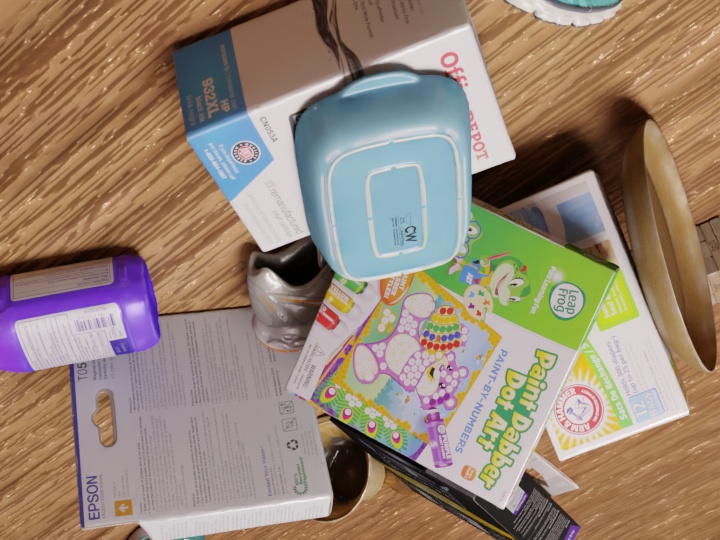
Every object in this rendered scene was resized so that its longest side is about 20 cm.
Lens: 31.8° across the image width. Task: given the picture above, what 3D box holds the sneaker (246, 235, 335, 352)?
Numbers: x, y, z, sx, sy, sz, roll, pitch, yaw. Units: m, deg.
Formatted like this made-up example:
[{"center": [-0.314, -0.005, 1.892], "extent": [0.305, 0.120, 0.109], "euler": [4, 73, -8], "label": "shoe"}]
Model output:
[{"center": [0.000, 0.000, 1.037], "extent": [0.198, 0.076, 0.093], "euler": [-18, 132, -4], "label": "sneaker"}]

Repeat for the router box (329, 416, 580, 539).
[{"center": [0.086, 0.186, 1.164], "extent": [0.052, 0.199, 0.157], "euler": [-55, 132, -12], "label": "router box"}]

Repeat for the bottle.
[{"center": [-0.262, 0.041, 1.006], "extent": [0.198, 0.066, 0.084], "euler": [-11, 143, -4], "label": "bottle"}]

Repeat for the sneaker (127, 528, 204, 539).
[{"center": [-0.245, 0.345, 1.396], "extent": [0.199, 0.081, 0.071], "euler": [-34, 139, 25], "label": "sneaker"}]

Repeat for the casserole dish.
[{"center": [0.021, -0.053, 0.857], "extent": [0.120, 0.039, 0.201], "euler": [-12, 146, -3], "label": "casserole dish"}]

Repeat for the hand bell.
[{"center": [0.022, 0.218, 1.332], "extent": [0.104, 0.105, 0.199], "euler": [-33, 151, 24], "label": "hand bell"}]

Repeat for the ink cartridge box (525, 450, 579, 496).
[{"center": [0.111, 0.126, 1.097], "extent": [0.045, 0.175, 0.200], "euler": [-54, 173, -11], "label": "ink cartridge box"}]

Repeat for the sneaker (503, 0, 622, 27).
[{"center": [0.101, -0.212, 0.791], "extent": [0.198, 0.078, 0.080], "euler": [14, 122, -36], "label": "sneaker"}]

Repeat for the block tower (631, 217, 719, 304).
[{"center": [0.346, -0.018, 1.135], "extent": [0.198, 0.058, 0.054], "euler": [-22, 142, 12], "label": "block tower"}]

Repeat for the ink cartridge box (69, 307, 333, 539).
[{"center": [-0.136, 0.123, 1.044], "extent": [0.198, 0.198, 0.044], "euler": [-6, 142, -10], "label": "ink cartridge box"}]

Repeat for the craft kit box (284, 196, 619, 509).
[{"center": [0.067, 0.046, 0.966], "extent": [0.202, 0.196, 0.048], "euler": [-67, 169, 10], "label": "craft kit box"}]

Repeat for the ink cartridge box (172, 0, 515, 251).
[{"center": [-0.008, -0.113, 0.871], "extent": [0.198, 0.084, 0.145], "euler": [-20, 143, 8], "label": "ink cartridge box"}]

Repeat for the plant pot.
[{"center": [0.239, -0.017, 0.987], "extent": [0.027, 0.202, 0.200], "euler": [-15, 146, 23], "label": "plant pot"}]

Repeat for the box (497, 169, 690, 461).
[{"center": [0.176, 0.035, 1.010], "extent": [0.112, 0.202, 0.101], "euler": [-23, 176, 13], "label": "box"}]
